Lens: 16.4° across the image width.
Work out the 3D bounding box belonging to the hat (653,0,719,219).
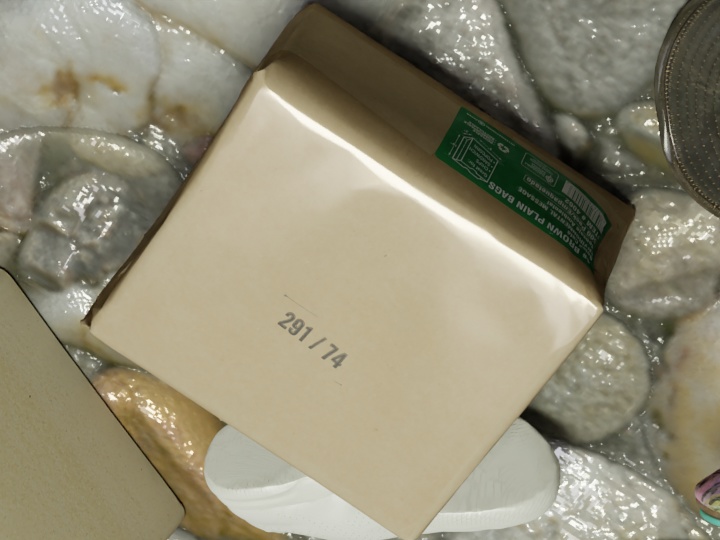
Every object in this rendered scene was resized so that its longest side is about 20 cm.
[{"bbox_3d":[0.222,-0.052,1.111,0.200,0.081,0.201,12,132,14],"label":"hat"}]

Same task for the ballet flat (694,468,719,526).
[{"bbox_3d":[0.270,0.108,1.240,0.200,0.069,0.071,12,113,8],"label":"ballet flat"}]

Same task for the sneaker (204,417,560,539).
[{"bbox_3d":[0.020,0.118,1.355,0.200,0.075,0.089,1,144,24],"label":"sneaker"}]

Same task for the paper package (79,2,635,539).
[{"bbox_3d":[0.000,0.000,1.218,0.200,0.104,0.191,34,124,-4],"label":"paper package"}]

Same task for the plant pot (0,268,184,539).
[{"bbox_3d":[-0.255,0.149,1.413,0.199,0.177,0.200,-18,119,33],"label":"plant pot"}]
